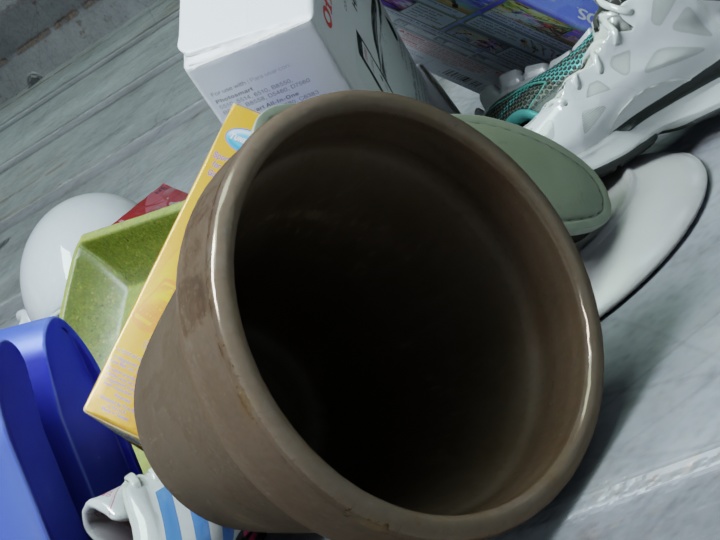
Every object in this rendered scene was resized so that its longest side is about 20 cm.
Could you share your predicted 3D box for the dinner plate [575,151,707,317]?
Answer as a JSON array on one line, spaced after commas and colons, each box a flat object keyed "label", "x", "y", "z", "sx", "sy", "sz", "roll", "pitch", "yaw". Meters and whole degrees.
[{"label": "dinner plate", "x": 0.100, "y": -0.009, "z": 0.992, "sx": 0.199, "sy": 0.024, "sz": 0.200, "roll": -34, "pitch": 15, "yaw": 11}]

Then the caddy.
[{"label": "caddy", "x": -0.187, "y": 0.121, "z": 0.945, "sx": 0.104, "sy": 0.202, "sz": 0.141, "roll": -20, "pitch": 3, "yaw": 15}]

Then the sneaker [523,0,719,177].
[{"label": "sneaker", "x": 0.133, "y": -0.122, "z": 1.004, "sx": 0.199, "sy": 0.116, "sz": 0.076, "roll": -27, "pitch": 13, "yaw": -6}]

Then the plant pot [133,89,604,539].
[{"label": "plant pot", "x": -0.019, "y": 0.044, "z": 0.816, "sx": 0.174, "sy": 0.200, "sz": 0.200, "roll": -32, "pitch": 14, "yaw": 50}]

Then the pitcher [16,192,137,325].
[{"label": "pitcher", "x": -0.227, "y": 0.031, "z": 1.395, "sx": 0.170, "sy": 0.122, "sz": 0.200, "roll": -26, "pitch": 27, "yaw": 8}]

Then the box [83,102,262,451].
[{"label": "box", "x": -0.073, "y": 0.003, "z": 0.960, "sx": 0.119, "sy": 0.041, "sz": 0.201, "roll": 61, "pitch": -129, "yaw": -72}]

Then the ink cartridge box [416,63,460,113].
[{"label": "ink cartridge box", "x": -0.027, "y": -0.061, "z": 1.287, "sx": 0.146, "sy": 0.085, "sz": 0.199, "roll": -46, "pitch": 18, "yaw": -26}]

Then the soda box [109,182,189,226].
[{"label": "soda box", "x": -0.097, "y": 0.002, "z": 1.211, "sx": 0.063, "sy": 0.070, "sz": 0.199, "roll": -40, "pitch": 30, "yaw": -19}]

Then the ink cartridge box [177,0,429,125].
[{"label": "ink cartridge box", "x": -0.027, "y": -0.117, "z": 1.076, "sx": 0.084, "sy": 0.200, "sz": 0.147, "roll": -17, "pitch": 48, "yaw": 15}]

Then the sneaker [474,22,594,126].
[{"label": "sneaker", "x": 0.142, "y": -0.103, "z": 1.086, "sx": 0.200, "sy": 0.078, "sz": 0.091, "roll": -37, "pitch": 18, "yaw": 38}]

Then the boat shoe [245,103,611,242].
[{"label": "boat shoe", "x": 0.030, "y": -0.038, "z": 0.910, "sx": 0.061, "sy": 0.199, "sz": 0.072, "roll": 122, "pitch": 147, "yaw": -44}]

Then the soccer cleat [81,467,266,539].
[{"label": "soccer cleat", "x": -0.086, "y": 0.116, "z": 0.902, "sx": 0.070, "sy": 0.086, "sz": 0.200, "roll": -61, "pitch": -1, "yaw": 39}]

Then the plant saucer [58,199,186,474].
[{"label": "plant saucer", "x": -0.135, "y": 0.066, "z": 1.112, "sx": 0.199, "sy": 0.048, "sz": 0.202, "roll": -13, "pitch": 64, "yaw": 56}]

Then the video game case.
[{"label": "video game case", "x": 0.068, "y": -0.176, "z": 1.182, "sx": 0.181, "sy": 0.199, "sz": 0.046, "roll": -11, "pitch": 60, "yaw": 66}]
